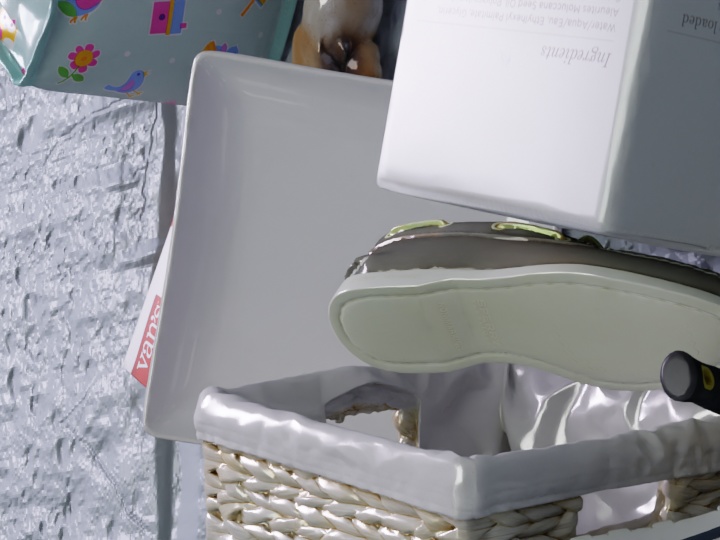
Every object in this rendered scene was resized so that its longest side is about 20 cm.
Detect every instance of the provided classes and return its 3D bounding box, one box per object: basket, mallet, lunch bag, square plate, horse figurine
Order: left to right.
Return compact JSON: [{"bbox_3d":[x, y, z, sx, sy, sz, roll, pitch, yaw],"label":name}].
[{"bbox_3d":[-0.114,-0.202,1.471,0.122,0.170,0.201,46,122,46],"label":"lunch bag"},{"bbox_3d":[0.000,0.000,1.319,0.028,0.199,0.200,-25,-56,-86],"label":"square plate"},{"bbox_3d":[0.000,-0.139,1.409,0.132,0.050,0.201,-155,70,-63],"label":"horse figurine"},{"bbox_3d":[0.056,0.134,1.177,0.199,0.197,0.162,8,101,50],"label":"basket"},{"bbox_3d":[0.166,0.048,1.069,0.041,0.200,0.066,-11,68,25],"label":"mallet"}]

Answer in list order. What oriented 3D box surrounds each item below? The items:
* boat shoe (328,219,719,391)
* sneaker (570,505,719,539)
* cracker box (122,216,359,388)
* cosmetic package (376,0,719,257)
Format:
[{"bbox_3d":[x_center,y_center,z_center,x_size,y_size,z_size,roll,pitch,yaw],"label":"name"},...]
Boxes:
[{"bbox_3d":[0.085,0.010,1.183,0.201,0.072,0.060,2,41,26],"label":"boat shoe"},{"bbox_3d":[0.122,0.148,1.031,0.081,0.199,0.077,-119,6,-65],"label":"sneaker"},{"bbox_3d":[-0.045,0.038,1.437,0.200,0.057,0.135,36,111,49],"label":"cracker box"},{"bbox_3d":[0.131,-0.113,1.154,0.165,0.164,0.201,14,94,52],"label":"cosmetic package"}]
